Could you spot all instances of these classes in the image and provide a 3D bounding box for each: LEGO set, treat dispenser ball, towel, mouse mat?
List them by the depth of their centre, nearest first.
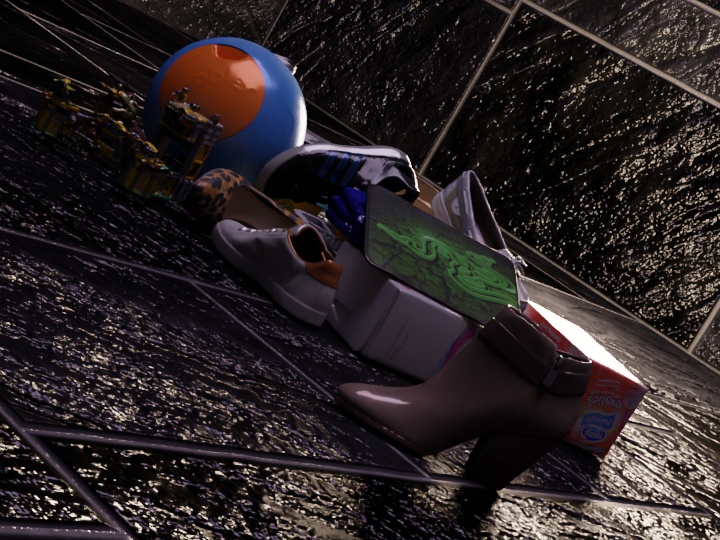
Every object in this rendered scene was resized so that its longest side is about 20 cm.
[{"bbox_3d":[0.089,-0.010,1.585,0.199,0.008,0.161,29,30,-17],"label":"mouse mat"},{"bbox_3d":[-0.250,-0.167,1.638,0.200,0.116,0.154,34,9,28],"label":"LEGO set"},{"bbox_3d":[0.064,-0.027,1.657,0.199,0.050,0.148,27,5,-18],"label":"towel"},{"bbox_3d":[-0.166,-0.183,1.808,0.200,0.201,0.201,30,8,-5],"label":"treat dispenser ball"}]

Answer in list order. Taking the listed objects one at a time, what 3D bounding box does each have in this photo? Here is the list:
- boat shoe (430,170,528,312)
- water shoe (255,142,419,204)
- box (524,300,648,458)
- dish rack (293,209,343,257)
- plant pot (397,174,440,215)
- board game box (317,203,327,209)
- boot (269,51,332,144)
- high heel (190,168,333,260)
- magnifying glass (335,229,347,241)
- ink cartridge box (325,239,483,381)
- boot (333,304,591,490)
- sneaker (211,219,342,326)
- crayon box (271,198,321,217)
[{"bbox_3d":[0.153,-0.031,1.806,0.074,0.065,0.203,15,40,-44],"label":"boat shoe"},{"bbox_3d":[-0.023,-0.104,1.747,0.199,0.072,0.079,-8,51,-22],"label":"water shoe"},{"bbox_3d":[0.241,0.126,1.766,0.094,0.103,0.200,26,11,-24],"label":"box"},{"bbox_3d":[0.000,0.000,1.860,0.171,0.044,0.200,27,9,-31],"label":"dish rack"},{"bbox_3d":[0.070,-0.068,1.872,0.200,0.028,0.200,32,24,-16],"label":"plant pot"},{"bbox_3d":[0.012,-0.084,2.009,0.152,0.045,0.200,28,6,5],"label":"board game box"},{"bbox_3d":[-0.107,-0.226,1.965,0.199,0.131,0.068,24,-28,-10],"label":"boot"},{"bbox_3d":[-0.109,-0.055,1.685,0.142,0.072,0.200,27,-2,19],"label":"high heel"},{"bbox_3d":[0.035,-0.025,1.910,0.080,0.022,0.200,38,11,37],"label":"magnifying glass"},{"bbox_3d":[0.065,0.060,1.592,0.199,0.085,0.145,23,10,-33],"label":"ink cartridge box"},{"bbox_3d":[0.096,0.096,1.278,0.199,0.147,0.070,28,11,-16],"label":"boot"},{"bbox_3d":[-0.082,-0.021,1.562,0.073,0.085,0.200,19,13,-46],"label":"sneaker"},{"bbox_3d":[-0.124,-0.114,2.067,0.199,0.051,0.127,30,8,-11],"label":"crayon box"}]
